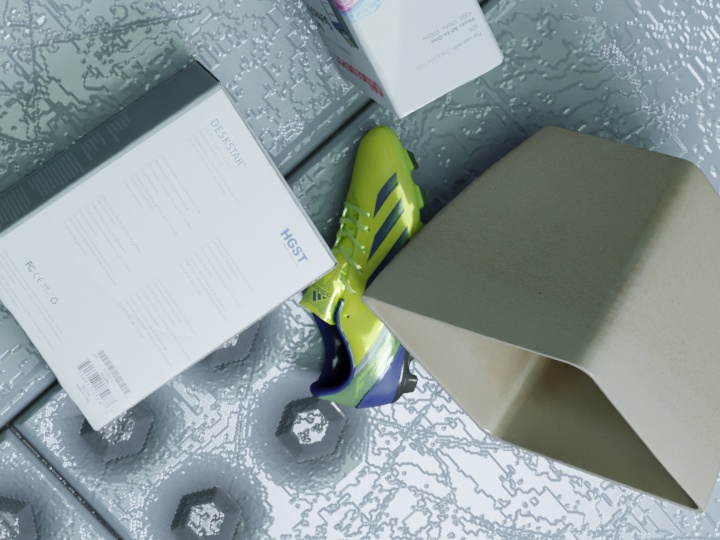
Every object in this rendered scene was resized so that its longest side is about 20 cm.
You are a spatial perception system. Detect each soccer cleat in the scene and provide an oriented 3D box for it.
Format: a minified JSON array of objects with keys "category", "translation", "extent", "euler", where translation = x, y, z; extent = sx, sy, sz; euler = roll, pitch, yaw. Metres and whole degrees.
[{"category":"soccer cleat","translation":[0.000,0.001,1.759],"extent":[0.084,0.065,0.200],"euler":[-2,107,-15]}]

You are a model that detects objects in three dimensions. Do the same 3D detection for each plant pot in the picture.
[{"category":"plant pot","translation":[0.158,0.019,1.728],"extent":[0.177,0.200,0.200],"euler":[-59,137,-16]}]

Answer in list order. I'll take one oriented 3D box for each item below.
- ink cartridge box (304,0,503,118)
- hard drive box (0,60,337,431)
[{"category":"ink cartridge box","translation":[0.000,-0.213,1.653],"extent":[0.087,0.145,0.200],"euler":[-31,112,-5]},{"category":"hard drive box","translation":[-0.142,-0.017,1.705],"extent":[0.200,0.077,0.156],"euler":[-34,112,-4]}]
